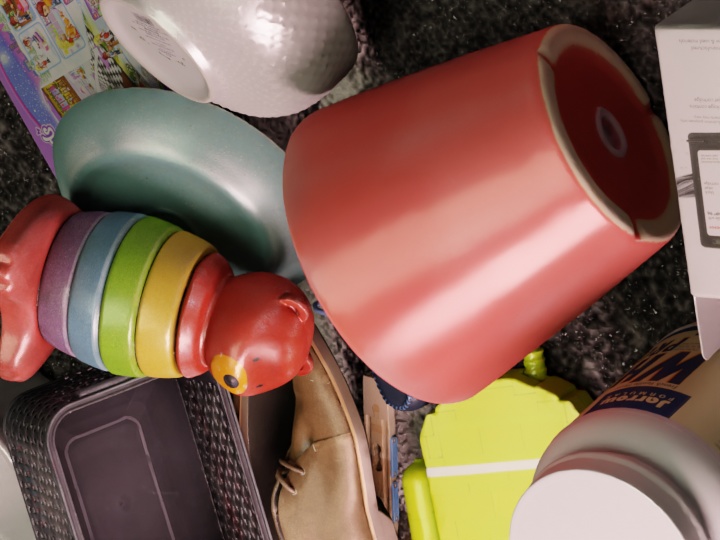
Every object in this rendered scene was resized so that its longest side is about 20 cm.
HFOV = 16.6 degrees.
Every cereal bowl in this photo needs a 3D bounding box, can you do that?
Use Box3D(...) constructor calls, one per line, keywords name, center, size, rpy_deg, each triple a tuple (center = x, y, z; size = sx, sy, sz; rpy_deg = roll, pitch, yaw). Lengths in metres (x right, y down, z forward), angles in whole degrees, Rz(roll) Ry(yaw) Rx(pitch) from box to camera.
Box3D(name="cereal bowl", center=(-0.102, -0.166, 1.540), size=(0.200, 0.083, 0.200), rpy_deg=(38, 165, 12))

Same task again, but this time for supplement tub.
Box3D(name="supplement tub", center=(0.188, 0.129, 1.461), size=(0.144, 0.200, 0.146), rpy_deg=(16, 120, 29))

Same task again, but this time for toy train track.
Box3D(name="toy train track", center=(0.023, 0.165, 1.715), size=(0.114, 0.032, 0.202), rpy_deg=(13, 114, 39))

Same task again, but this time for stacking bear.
Box3D(name="stacking bear", center=(-0.126, 0.025, 1.610), size=(0.198, 0.114, 0.122), rpy_deg=(15, 134, 14))

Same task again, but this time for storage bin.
Box3D(name="storage bin", center=(-0.148, 0.165, 1.692), size=(0.094, 0.134, 0.202), rpy_deg=(4, 112, 63))

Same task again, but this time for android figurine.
Box3D(name="android figurine", center=(0.108, 0.149, 1.618), size=(0.181, 0.041, 0.202), rpy_deg=(-9, 95, 29))

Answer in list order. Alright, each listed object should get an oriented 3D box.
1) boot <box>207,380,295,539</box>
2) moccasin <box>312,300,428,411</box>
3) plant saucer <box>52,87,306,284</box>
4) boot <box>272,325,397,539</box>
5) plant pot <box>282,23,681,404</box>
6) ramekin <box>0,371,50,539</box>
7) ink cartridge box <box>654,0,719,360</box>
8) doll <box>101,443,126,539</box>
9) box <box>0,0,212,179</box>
Box3D(name="boot", center=(-0.080, 0.114, 1.738), size=(0.075, 0.073, 0.201), rpy_deg=(21, 126, 34))
Box3D(name="moccasin", center=(0.000, 0.000, 1.613), size=(0.080, 0.068, 0.202), rpy_deg=(1, 110, 53))
Box3D(name="plant saucer", center=(-0.121, -0.038, 1.657), size=(0.198, 0.036, 0.201), rpy_deg=(15, 143, 12))
Box3D(name="boot", center=(-0.029, 0.130, 1.657), size=(0.075, 0.074, 0.202), rpy_deg=(-16, 95, -3))
Box3D(name="plant pot", center=(0.083, -0.044, 1.473), size=(0.177, 0.200, 0.201), rpy_deg=(-29, 94, 31))
Box3D(name="ramekin", center=(-0.287, 0.164, 1.891), size=(0.199, 0.098, 0.202), rpy_deg=(16, 120, 29))
Box3D(name="ink cartridge box", center=(0.232, -0.059, 1.392), size=(0.067, 0.116, 0.202), rpy_deg=(5, 115, 35))
Box3D(name="doll", center=(-0.161, 0.187, 1.800), size=(0.048, 0.137, 0.201), rpy_deg=(-14, 122, 13))
Box3D(name="box", center=(-0.183, -0.136, 1.704), size=(0.136, 0.039, 0.201), rpy_deg=(-24, 97, 41))
